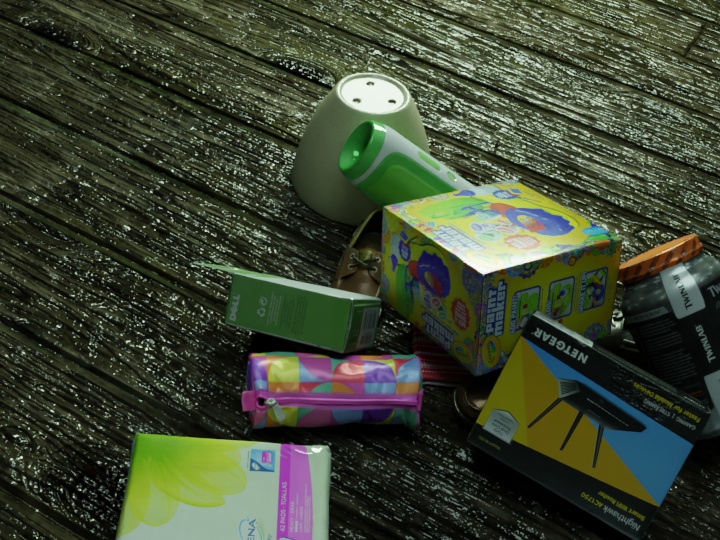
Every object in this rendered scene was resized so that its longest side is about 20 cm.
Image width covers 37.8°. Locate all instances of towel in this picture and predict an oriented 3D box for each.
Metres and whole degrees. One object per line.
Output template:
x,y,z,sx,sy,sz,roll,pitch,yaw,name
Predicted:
0.132,0.062,1.266,0.142,0.023,0.202,4,42,-4,towel

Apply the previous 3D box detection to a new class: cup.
0.010,-0.179,1.424,0.197,0.145,0.202,5,41,-5,cup

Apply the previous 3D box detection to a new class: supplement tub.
0.363,0.071,1.152,0.121,0.122,0.202,-24,90,-32,supplement tub

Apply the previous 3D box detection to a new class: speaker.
0.070,-0.107,1.334,0.199,0.088,0.089,31,33,-26,speaker

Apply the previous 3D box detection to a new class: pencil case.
-0.030,0.129,1.117,0.196,0.089,0.089,-1,42,-10,pencil case

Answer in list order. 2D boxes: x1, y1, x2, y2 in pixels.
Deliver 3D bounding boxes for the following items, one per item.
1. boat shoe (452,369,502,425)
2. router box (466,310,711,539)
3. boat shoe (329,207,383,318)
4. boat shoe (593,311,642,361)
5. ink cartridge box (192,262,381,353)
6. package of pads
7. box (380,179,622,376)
0.200,0.126,1.147,0.197,0.068,0.073,-4,66,-12,boat shoe
0.229,0.155,1.066,0.198,0.151,0.051,28,10,12,router box
0.000,0.000,1.277,0.071,0.069,0.201,11,42,2,boat shoe
0.339,0.078,1.256,0.197,0.058,0.067,19,42,11,boat shoe
-0.086,0.041,1.177,0.197,0.060,0.104,12,3,19,ink cartridge box
-0.127,0.237,0.991,0.196,0.069,0.156,4,40,-4,package of pads
0.153,0.001,1.185,0.190,0.124,0.200,-14,30,-28,box
